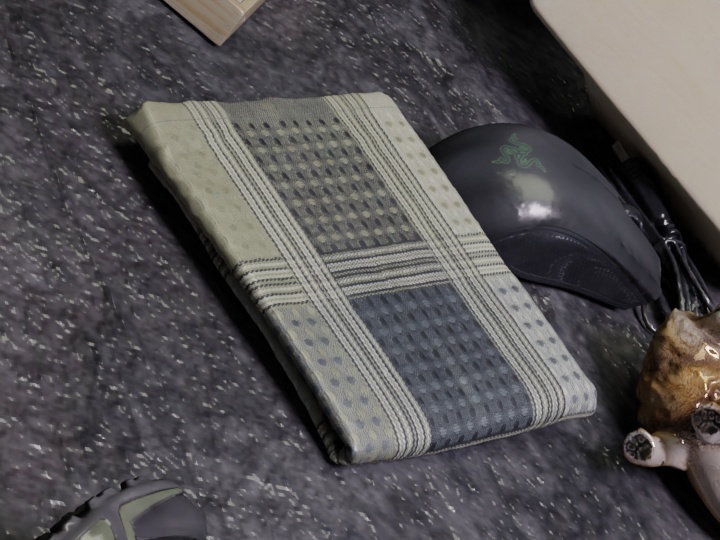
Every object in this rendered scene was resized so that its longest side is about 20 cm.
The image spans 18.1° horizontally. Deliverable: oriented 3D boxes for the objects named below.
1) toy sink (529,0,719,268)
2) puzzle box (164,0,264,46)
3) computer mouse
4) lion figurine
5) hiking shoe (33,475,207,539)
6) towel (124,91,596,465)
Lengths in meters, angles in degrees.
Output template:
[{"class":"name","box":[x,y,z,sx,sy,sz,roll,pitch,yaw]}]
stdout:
[{"class":"toy sink","box":[0.207,-0.108,1.298,0.200,0.130,0.112,51,0,15]},{"class":"puzzle box","box":[-0.120,-0.209,1.170,0.200,0.025,0.133,40,29,-4]},{"class":"computer mouse","box":[0.115,-0.035,1.199,0.199,0.053,0.139,14,41,-40]},{"class":"lion figurine","box":[0.192,0.110,1.102,0.201,0.072,0.122,64,20,8]},{"class":"hiking shoe","box":[-0.093,0.146,0.705,0.101,0.076,0.200,49,38,-6]},{"class":"towel","box":[0.000,0.000,1.045,0.192,0.035,0.201,-7,58,-50]}]
